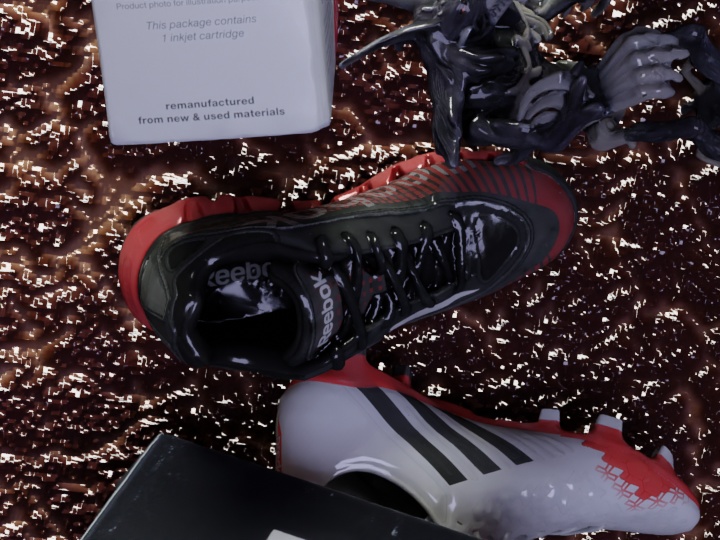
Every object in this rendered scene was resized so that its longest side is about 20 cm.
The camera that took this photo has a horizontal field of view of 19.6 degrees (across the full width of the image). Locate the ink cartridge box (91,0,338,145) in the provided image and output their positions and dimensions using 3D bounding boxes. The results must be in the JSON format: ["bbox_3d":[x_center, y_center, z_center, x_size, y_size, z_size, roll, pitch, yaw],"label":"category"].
[{"bbox_3d":[-0.056,-0.166,0.763,0.083,0.145,0.201,-4,113,3],"label":"ink cartridge box"}]

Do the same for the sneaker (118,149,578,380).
[{"bbox_3d":[0.000,0.000,0.872,0.199,0.098,0.071,-10,112,-6],"label":"sneaker"}]

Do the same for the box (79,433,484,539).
[{"bbox_3d":[-0.021,0.200,0.874,0.199,0.123,0.199,17,131,17],"label":"box"}]

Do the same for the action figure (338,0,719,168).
[{"bbox_3d":[0.096,-0.090,0.842,0.199,0.119,0.102,15,142,-22],"label":"action figure"}]

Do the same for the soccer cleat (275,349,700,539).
[{"bbox_3d":[0.055,0.098,0.922,0.199,0.069,0.086,19,64,-13],"label":"soccer cleat"}]
